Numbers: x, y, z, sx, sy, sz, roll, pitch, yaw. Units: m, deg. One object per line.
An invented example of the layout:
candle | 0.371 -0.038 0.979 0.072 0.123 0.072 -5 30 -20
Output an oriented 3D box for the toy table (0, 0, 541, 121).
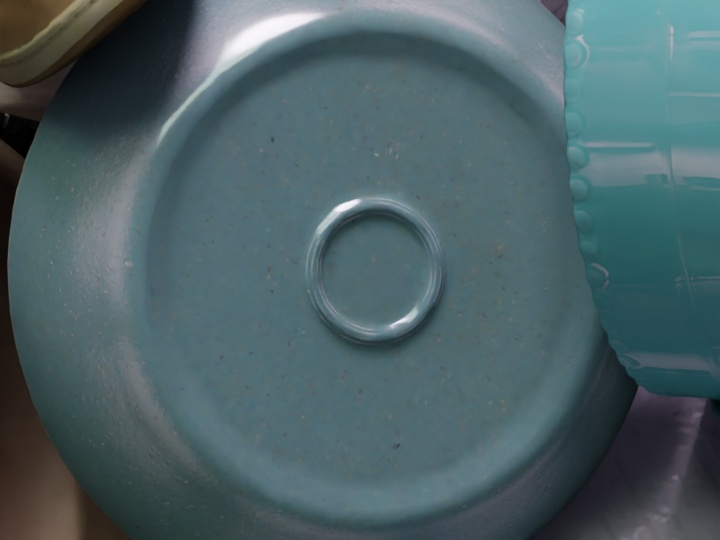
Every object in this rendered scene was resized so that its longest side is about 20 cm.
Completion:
toy table | -0.019 -0.052 0.964 0.117 0.184 0.201 0 73 30

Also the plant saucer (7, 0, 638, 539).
plant saucer | 0.000 0.000 0.862 0.199 0.201 0.036 -28 9 -15

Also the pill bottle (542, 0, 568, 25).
pill bottle | 0.023 -0.154 1.042 0.109 0.201 0.110 -10 37 8

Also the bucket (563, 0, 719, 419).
bucket | 0.149 -0.050 0.868 0.134 0.208 0.208 -1 39 24

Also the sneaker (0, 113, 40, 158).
sneaker | -0.138 -0.041 1.009 0.071 0.199 0.099 -56 43 18

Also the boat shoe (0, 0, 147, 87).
boat shoe | -0.099 -0.108 0.888 0.073 0.063 0.201 -38 21 1

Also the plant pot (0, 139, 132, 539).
plant pot | -0.178 0.066 0.871 0.174 0.201 0.201 -19 31 34
